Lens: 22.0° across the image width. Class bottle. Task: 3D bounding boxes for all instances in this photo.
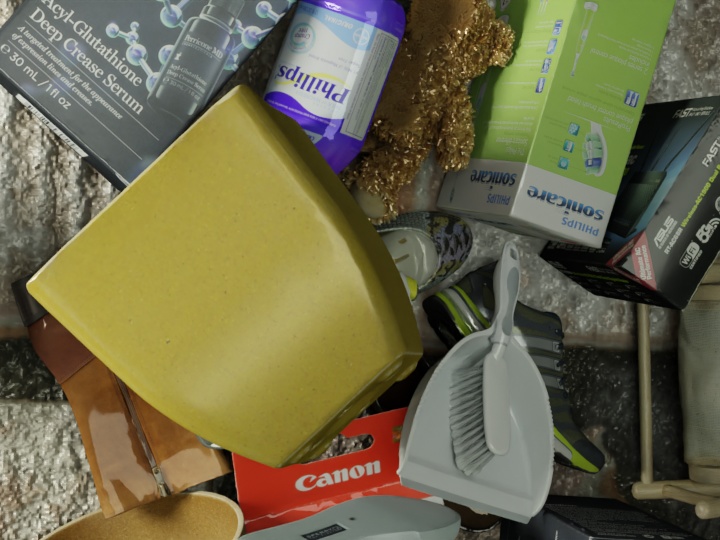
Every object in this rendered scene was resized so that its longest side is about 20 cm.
[{"bbox_3d":[-0.034,-0.117,1.391,0.083,0.065,0.201,22,93,22],"label":"bottle"}]

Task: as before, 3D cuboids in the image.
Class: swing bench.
[{"bbox_3d":[0.332,0.087,1.498,0.199,0.130,0.200,-2,93,-18],"label":"swing bench"}]

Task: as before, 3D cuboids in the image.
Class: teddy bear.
[{"bbox_3d":[0.033,-0.132,1.436,0.145,0.067,0.201,21,92,22],"label":"teddy bear"}]

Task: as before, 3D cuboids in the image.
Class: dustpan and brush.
[{"bbox_3d":[0.098,0.075,1.400,0.139,0.057,0.201,21,58,-32],"label":"dustpan and brush"}]

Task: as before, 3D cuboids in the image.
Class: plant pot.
[{"bbox_3d":[-0.067,0.024,1.258,0.194,0.195,0.200,-42,83,4],"label":"plant pot"},{"bbox_3d":[-0.151,0.297,1.379,0.186,0.186,0.201,-18,108,-12],"label":"plant pot"}]

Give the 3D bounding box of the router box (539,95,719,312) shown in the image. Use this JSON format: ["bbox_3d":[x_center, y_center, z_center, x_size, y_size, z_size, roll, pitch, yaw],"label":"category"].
[{"bbox_3d":[0.227,-0.053,1.423,0.062,0.200,0.150,34,85,-12],"label":"router box"}]

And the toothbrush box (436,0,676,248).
[{"bbox_3d":[0.147,-0.128,1.427,0.086,0.146,0.201,19,88,-21],"label":"toothbrush box"}]

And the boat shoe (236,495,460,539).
[{"bbox_3d":[-0.014,0.226,1.352,0.200,0.071,0.091,-8,111,-37],"label":"boat shoe"}]

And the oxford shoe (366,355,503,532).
[{"bbox_3d":[0.052,0.129,1.454,0.073,0.084,0.200,-39,102,-10],"label":"oxford shoe"}]

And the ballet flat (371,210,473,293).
[{"bbox_3d":[0.000,0.000,1.441,0.199,0.072,0.072,-10,95,-13],"label":"ballet flat"}]

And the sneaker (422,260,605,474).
[{"bbox_3d":[0.139,0.078,1.479,0.081,0.074,0.200,-40,102,-11],"label":"sneaker"}]

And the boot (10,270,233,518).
[{"bbox_3d":[-0.144,0.066,1.403,0.188,0.068,0.201,-25,93,-10],"label":"boot"}]

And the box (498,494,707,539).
[{"bbox_3d":[0.181,0.260,1.431,0.104,0.200,0.149,5,93,-14],"label":"box"}]

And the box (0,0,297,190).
[{"bbox_3d":[-0.164,-0.181,1.374,0.148,0.107,0.200,41,83,-11],"label":"box"}]

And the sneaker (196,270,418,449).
[{"bbox_3d":[-0.053,0.051,1.382,0.200,0.074,0.085,-41,97,-3],"label":"sneaker"}]

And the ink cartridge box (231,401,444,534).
[{"bbox_3d":[-0.009,0.209,1.419,0.162,0.057,0.201,-13,129,-12],"label":"ink cartridge box"}]
